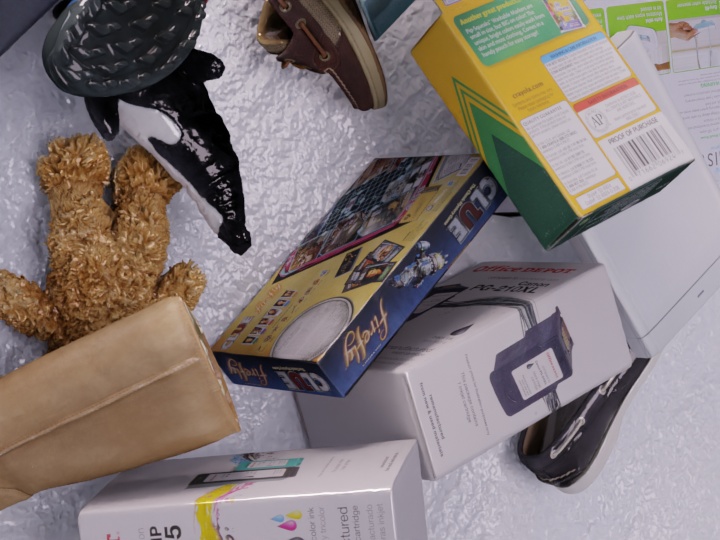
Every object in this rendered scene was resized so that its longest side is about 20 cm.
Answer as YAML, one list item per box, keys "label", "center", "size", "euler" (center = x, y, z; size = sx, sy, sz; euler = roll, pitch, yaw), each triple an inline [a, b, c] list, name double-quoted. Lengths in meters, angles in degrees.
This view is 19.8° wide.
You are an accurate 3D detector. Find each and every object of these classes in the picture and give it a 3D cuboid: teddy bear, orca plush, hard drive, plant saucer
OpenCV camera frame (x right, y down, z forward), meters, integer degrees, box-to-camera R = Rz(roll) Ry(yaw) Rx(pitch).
- label: "teddy bear"
  center: [-0.167, 0.010, 1.338]
  size: [0.144, 0.067, 0.202]
  euler: [29, 74, -31]
- label: "orca plush"
  center: [-0.116, -0.107, 1.329]
  size: [0.105, 0.071, 0.201]
  euler: [-9, 66, -58]
- label: "hard drive"
  center: [0.202, -0.056, 1.519]
  size: [0.132, 0.027, 0.201]
  euler: [-43, 113, -26]
- label: "plant saucer"
  center: [0.025, -0.197, 1.400]
  size: [0.019, 0.200, 0.070]
  euler: [44, 92, 3]

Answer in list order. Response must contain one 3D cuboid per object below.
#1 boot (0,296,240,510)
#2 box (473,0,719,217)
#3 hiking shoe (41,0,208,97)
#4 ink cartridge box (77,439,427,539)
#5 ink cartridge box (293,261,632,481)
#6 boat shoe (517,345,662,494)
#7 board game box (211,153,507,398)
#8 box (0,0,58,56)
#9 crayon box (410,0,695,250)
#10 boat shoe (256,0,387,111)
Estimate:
- label: "boot"
  center: [-0.195, 0.060, 1.262]
  size: [0.198, 0.066, 0.176]
  euler: [-22, 119, 2]
- label: "box"
  center: [0.185, -0.142, 1.579]
  size: [0.199, 0.096, 0.178]
  euler: [-12, 99, -36]
- label: "hiking shoe"
  center: [-0.140, -0.165, 1.283]
  size: [0.200, 0.086, 0.075]
  euler: [-51, 119, -41]
- label: "ink cartridge box"
  center: [-0.061, 0.200, 1.317]
  size: [0.198, 0.146, 0.148]
  euler: [-6, 96, 8]
- label: "ink cartridge box"
  center: [0.071, 0.066, 1.469]
  size: [0.199, 0.144, 0.085]
  euler: [-26, 106, -34]
- label: "boat shoe"
  center: [0.179, 0.071, 1.599]
  size: [0.060, 0.074, 0.201]
  euler: [32, 81, -37]
- label: "board game box"
  center: [0.000, 0.000, 1.421]
  size: [0.200, 0.135, 0.035]
  euler: [-50, 118, -24]
- label: "box"
  center: [-0.258, -0.205, 1.239]
  size: [0.200, 0.107, 0.149]
  euler: [-48, 116, -26]
- label: "crayon box"
  center: [0.123, -0.126, 1.417]
  size: [0.125, 0.052, 0.201]
  euler: [-25, 77, -38]
- label: "boat shoe"
  center: [-0.039, -0.175, 1.419]
  size: [0.071, 0.073, 0.200]
  euler: [-24, 143, 6]
